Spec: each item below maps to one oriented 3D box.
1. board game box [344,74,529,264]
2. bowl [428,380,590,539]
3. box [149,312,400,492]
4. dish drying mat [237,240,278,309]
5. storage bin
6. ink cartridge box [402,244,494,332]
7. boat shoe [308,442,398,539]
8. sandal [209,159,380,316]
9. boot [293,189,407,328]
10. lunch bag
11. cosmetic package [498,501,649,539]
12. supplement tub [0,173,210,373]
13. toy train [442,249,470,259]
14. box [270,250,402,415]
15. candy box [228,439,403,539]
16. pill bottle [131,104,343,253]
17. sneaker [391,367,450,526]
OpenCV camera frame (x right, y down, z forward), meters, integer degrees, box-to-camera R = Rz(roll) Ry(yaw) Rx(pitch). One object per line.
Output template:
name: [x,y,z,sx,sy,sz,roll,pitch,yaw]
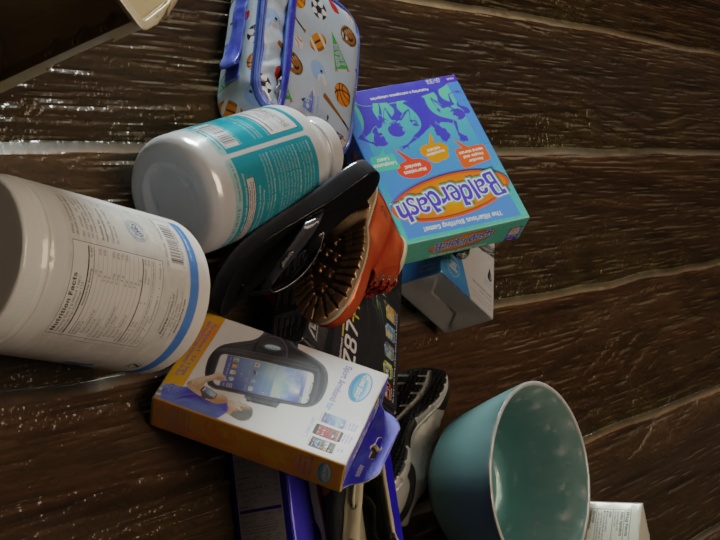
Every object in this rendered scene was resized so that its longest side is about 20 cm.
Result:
board game box: [0.070,-0.111,1.540,0.152,0.045,0.200,-13,63,-24]
bowl: [0.143,0.217,1.475,0.201,0.105,0.201,14,72,-51]
box: [-0.066,0.115,1.242,0.119,0.200,0.042,-62,165,-48]
dish drying mat: [-0.085,-0.017,1.418,0.200,0.018,0.077,63,33,-17]
storage bin: [-0.269,-0.234,1.065,0.199,0.200,0.094,54,35,-28]
ink cartridge box: [0.099,-0.045,1.655,0.116,0.067,0.200,40,42,-42]
boat shoe: [0.007,0.249,1.263,0.071,0.063,0.200,-7,84,-56]
sandal: [-0.055,-0.027,1.301,0.043,0.200,0.076,46,-14,17]
boot: [0.000,0.000,1.373,0.107,0.075,0.200,57,31,-30]
lunch bag: [-0.074,-0.208,1.467,0.160,0.076,0.200,34,49,-43]
cosmetic package: [0.202,0.304,1.537,0.073,0.200,0.104,70,28,-45]
supplement tub: [-0.223,0.006,1.094,0.200,0.132,0.132,15,64,-53]
toy train: [0.099,-0.099,1.594,0.056,0.042,0.200,9,56,-11]
box: [-0.020,0.031,1.439,0.161,0.049,0.200,42,40,-40]
candy box: [-0.037,0.228,1.331,0.169,0.077,0.200,9,71,-53]
pill bottle: [-0.103,-0.088,1.310,0.200,0.111,0.111,-23,96,-48]
sneaker: [0.045,0.181,1.498,0.200,0.074,0.080,-60,141,-43]
